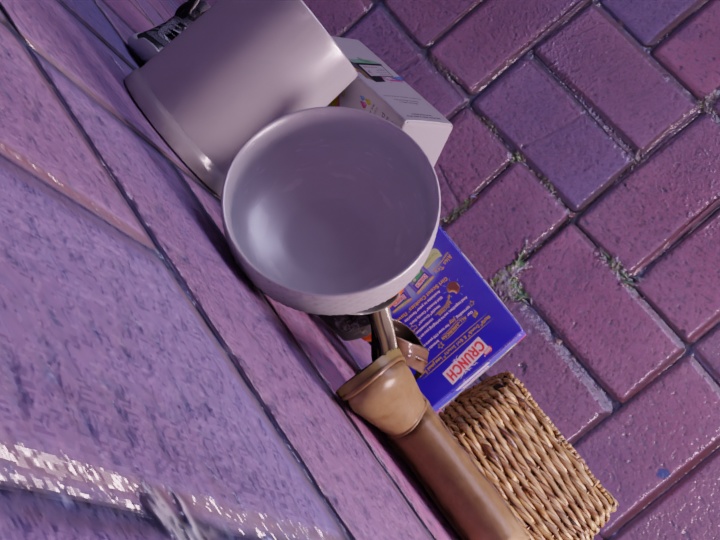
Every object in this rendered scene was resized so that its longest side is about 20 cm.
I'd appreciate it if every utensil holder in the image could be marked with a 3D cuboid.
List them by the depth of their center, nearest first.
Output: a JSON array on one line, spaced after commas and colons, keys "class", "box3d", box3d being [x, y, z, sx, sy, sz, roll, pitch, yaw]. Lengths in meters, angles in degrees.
[{"class": "utensil holder", "box3d": [-0.125, -0.207, 1.244, 0.170, 0.199, 0.170, 50, 3, -4]}]

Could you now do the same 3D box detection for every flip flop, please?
[{"class": "flip flop", "box3d": [0.041, 0.076, 1.203, 0.081, 0.057, 0.202, -121, -161, -66]}]

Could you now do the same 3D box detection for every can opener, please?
[{"class": "can opener", "box3d": [-0.042, 0.009, 1.208, 0.200, 0.053, 0.067, 47, 25, -45]}]

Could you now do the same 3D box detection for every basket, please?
[{"class": "basket", "box3d": [0.144, 0.236, 1.230, 0.201, 0.149, 0.143, 50, -29, -2]}]

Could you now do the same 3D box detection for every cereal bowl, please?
[{"class": "cereal bowl", "box3d": [-0.027, -0.045, 1.041, 0.201, 0.199, 0.084, 52, -19, 23]}]

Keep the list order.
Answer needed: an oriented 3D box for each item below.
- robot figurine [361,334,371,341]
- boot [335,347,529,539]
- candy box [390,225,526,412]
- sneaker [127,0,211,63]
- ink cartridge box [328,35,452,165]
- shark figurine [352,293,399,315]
[{"class": "robot figurine", "box3d": [0.000, 0.002, 1.383, 0.144, 0.117, 0.200, 44, 4, 2]}, {"class": "boot", "box3d": [0.070, 0.167, 1.003, 0.201, 0.066, 0.175, 53, 4, 13]}, {"class": "candy box", "box3d": [0.093, 0.059, 1.509, 0.201, 0.169, 0.077, 52, 8, 15]}, {"class": "sneaker", "box3d": [-0.242, -0.313, 1.528, 0.076, 0.114, 0.200, 49, 4, -11]}, {"class": "ink cartridge box", "box3d": [-0.005, -0.163, 1.340, 0.083, 0.146, 0.200, -1, 38, -42]}, {"class": "shark figurine", "box3d": [-0.029, -0.037, 1.143, 0.089, 0.128, 0.217, 19, 59, -29]}]
